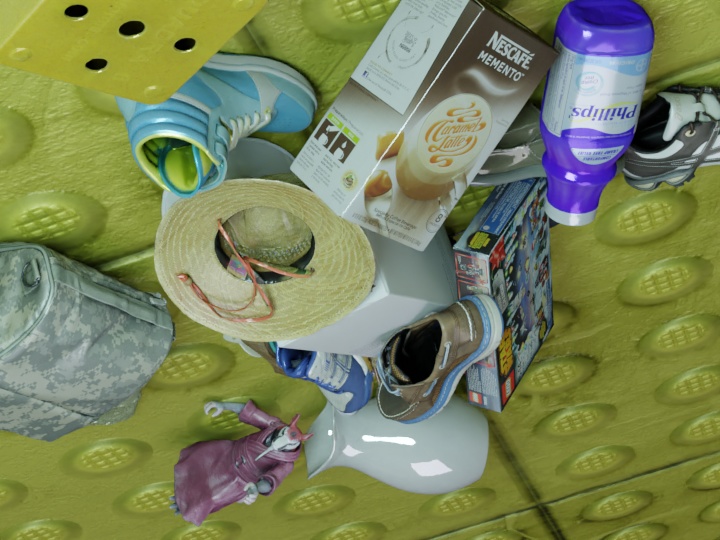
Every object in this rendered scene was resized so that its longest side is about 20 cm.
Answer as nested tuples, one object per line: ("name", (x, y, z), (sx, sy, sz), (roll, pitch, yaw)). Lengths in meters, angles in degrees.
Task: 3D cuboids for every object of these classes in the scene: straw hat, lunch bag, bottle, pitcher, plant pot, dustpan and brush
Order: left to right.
("lunch bag", (-0.287, 0.058, 1.721), (0.167, 0.140, 0.200), (-26, 151, 24))
("plant pot", (-0.162, -0.227, 1.212), (0.199, 0.177, 0.200), (13, 142, -39))
("dustpan and brush", (-0.126, -0.087, 1.631), (0.139, 0.057, 0.200), (-27, 158, 0))
("straw hat", (-0.080, -0.035, 1.588), (0.199, 0.085, 0.202), (5, 136, 4))
("pitcher", (0.048, 0.176, 2.129), (0.199, 0.122, 0.172), (6, 133, -12))
("bottle", (0.195, -0.133, 1.589), (0.083, 0.065, 0.201), (-3, 126, -14))

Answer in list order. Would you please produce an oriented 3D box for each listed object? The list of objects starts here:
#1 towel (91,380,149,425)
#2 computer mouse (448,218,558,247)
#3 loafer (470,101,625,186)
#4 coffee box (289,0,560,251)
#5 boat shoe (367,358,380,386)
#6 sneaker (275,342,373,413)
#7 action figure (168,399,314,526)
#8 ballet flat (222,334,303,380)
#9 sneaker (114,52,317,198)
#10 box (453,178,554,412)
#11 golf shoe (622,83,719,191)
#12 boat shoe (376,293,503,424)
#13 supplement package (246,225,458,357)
("towel", (-0.320, 0.125, 1.942), (0.199, 0.037, 0.149), (-1, 151, -22))
("computer mouse", (0.120, -0.038, 1.837), (0.199, 0.034, 0.059), (-22, 152, 16))
("loafer", (0.141, -0.121, 1.672), (0.198, 0.075, 0.070), (-3, 114, -11))
("coffee box", (0.052, -0.129, 1.500), (0.114, 0.080, 0.201), (20, 108, -49))
("boat shoe", (0.036, 0.075, 1.909), (0.065, 0.071, 0.201), (-46, 137, -27))
("sneaker", (-0.049, 0.085, 1.867), (0.075, 0.088, 0.201), (11, 141, 33))
("action figure", (-0.121, 0.222, 2.103), (0.199, 0.135, 0.149), (-28, 150, 30))
("ballet flat", (-0.100, 0.063, 1.910), (0.072, 0.068, 0.200), (-1, 160, 18))
("sneaker", (-0.112, -0.109, 1.500), (0.199, 0.131, 0.080), (8, 144, -36))
("box", (0.140, 0.017, 1.774), (0.040, 0.137, 0.201), (15, 136, 24))
("golf shoe", (0.322, -0.135, 1.702), (0.199, 0.078, 0.094), (-25, 150, 18))
("boat shoe", (0.054, 0.082, 1.726), (0.072, 0.073, 0.200), (-6, 150, -32))
("supplement package", (0.000, 0.000, 1.717), (0.121, 0.120, 0.200), (-25, 165, 21))
